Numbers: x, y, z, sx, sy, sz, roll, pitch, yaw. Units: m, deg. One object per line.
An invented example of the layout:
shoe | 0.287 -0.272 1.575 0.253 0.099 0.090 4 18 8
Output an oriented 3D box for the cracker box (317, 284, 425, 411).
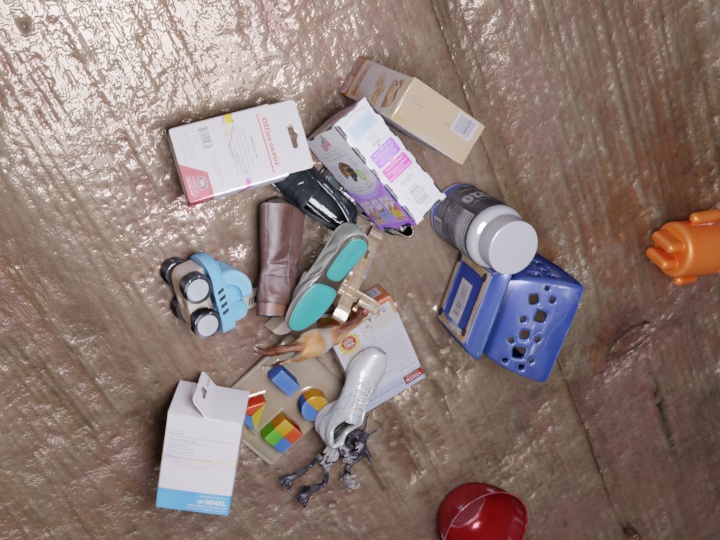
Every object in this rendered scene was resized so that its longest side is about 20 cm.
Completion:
cracker box | 0.022 0.144 1.700 0.134 0.058 0.201 -29 120 -9

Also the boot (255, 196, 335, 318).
boot | -0.102 -0.021 1.559 0.186 0.064 0.201 6 83 -53

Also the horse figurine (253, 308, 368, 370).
horse figurine | -0.085 0.119 1.537 0.200 0.132 0.050 -14 84 -55

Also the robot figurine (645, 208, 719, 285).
robot figurine | 0.683 -0.046 1.899 0.199 0.117 0.145 -5 86 -22

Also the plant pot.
plant pot | 0.261 0.066 1.704 0.179 0.200 0.201 14 105 -22

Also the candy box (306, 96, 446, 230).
candy box | 0.019 -0.163 1.468 0.072 0.168 0.200 -44 103 -14

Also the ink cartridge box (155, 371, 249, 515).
ink cartridge box | -0.263 0.286 1.564 0.125 0.129 0.201 10 109 -5

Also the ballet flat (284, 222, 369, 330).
ballet flat | -0.059 0.008 1.502 0.067 0.064 0.200 27 106 -39

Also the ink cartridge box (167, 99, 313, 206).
ink cartridge box | -0.184 -0.181 1.430 0.199 0.067 0.117 -16 92 -13

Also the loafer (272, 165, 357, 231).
loafer | -0.086 -0.131 1.505 0.200 0.070 0.068 37 109 -16

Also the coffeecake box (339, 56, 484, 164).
coffeecake box | 0.078 -0.256 1.473 0.153 0.200 0.073 27 97 -32

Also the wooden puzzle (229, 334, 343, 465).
wooden puzzle | -0.140 0.241 1.671 0.200 0.046 0.185 -45 122 -2

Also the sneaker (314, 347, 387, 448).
sneaker | -0.006 0.231 1.649 0.070 0.080 0.201 25 103 -25

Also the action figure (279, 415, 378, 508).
action figure | -0.046 0.359 1.735 0.200 0.102 0.119 -38 110 -4

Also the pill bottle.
pill bottle | 0.214 -0.072 1.615 0.113 0.200 0.114 -10 115 -22

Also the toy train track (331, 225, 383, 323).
toy train track | 0.000 0.000 1.572 0.114 0.033 0.201 29 54 -8

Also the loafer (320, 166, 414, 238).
loafer | 0.018 -0.118 1.584 0.200 0.063 0.072 31 96 -32

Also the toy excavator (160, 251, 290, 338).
toy excavator | -0.205 0.046 1.538 0.199 0.100 0.195 -24 120 -25

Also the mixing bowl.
mixing bowl | 0.236 0.517 1.929 0.199 0.108 0.201 -9 115 -21
